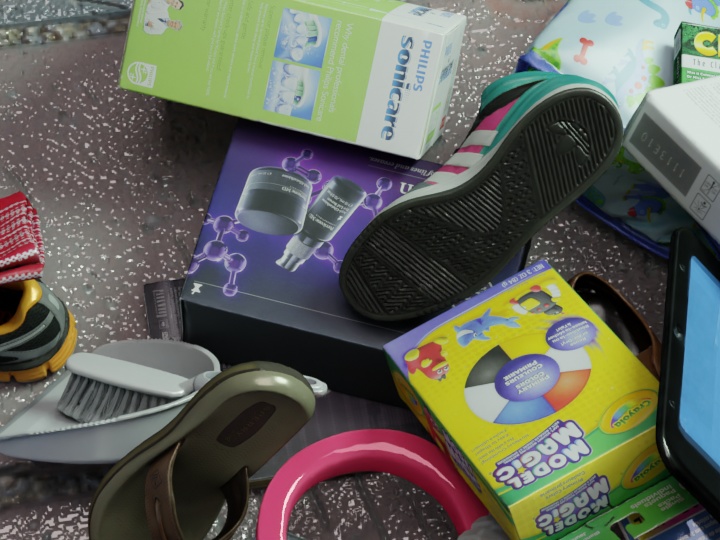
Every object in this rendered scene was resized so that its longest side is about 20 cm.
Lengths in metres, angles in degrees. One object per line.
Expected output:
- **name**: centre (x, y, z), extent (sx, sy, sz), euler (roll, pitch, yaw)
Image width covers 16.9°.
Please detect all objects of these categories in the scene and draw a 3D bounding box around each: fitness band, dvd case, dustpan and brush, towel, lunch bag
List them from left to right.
- **towel**: centre (-0.267, -0.012, 1.490), extent (0.144, 0.200, 0.023), euler (-11, 103, -7)
- **dustpan and brush**: centre (-0.112, 0.074, 1.446), extent (0.199, 0.058, 0.140), euler (10, 25, 19)
- **dvd case**: centre (-0.031, 0.062, 1.537), extent (0.199, 0.016, 0.150), euler (-8, 61, -6)
- **fitness band**: centre (0.018, 0.185, 1.384), extent (0.143, 0.038, 0.201), euler (-13, 61, -13)
- **lunch bag**: centre (0.211, -0.110, 1.584), extent (0.200, 0.127, 0.170), euler (41, 64, 2)

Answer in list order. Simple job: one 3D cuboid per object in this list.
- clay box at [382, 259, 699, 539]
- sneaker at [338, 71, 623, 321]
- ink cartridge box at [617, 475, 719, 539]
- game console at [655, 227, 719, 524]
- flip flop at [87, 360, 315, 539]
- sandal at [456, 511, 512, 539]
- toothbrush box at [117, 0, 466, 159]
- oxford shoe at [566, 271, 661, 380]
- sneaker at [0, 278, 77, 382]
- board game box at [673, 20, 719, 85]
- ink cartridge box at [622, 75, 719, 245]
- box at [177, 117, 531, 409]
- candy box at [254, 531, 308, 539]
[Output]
- **clay box**: centre (0.105, 0.081, 1.363), extent (0.114, 0.048, 0.200), euler (-28, 36, -9)
- **sneaker**: centre (0.074, -0.053, 1.466), extent (0.200, 0.121, 0.084), euler (-36, 98, 15)
- **ink cartridge box**: centre (0.221, 0.207, 1.382), extent (0.076, 0.136, 0.201), euler (-26, 76, 6)
- **game console**: centre (0.257, 0.074, 1.327), extent (0.175, 0.117, 0.201), euler (-2, 39, 12)
- **flip flop**: centre (-0.092, 0.129, 1.404), extent (0.081, 0.200, 0.058), euler (19, 42, -33)
- **sandal**: centre (0.049, 0.198, 1.325), extent (0.202, 0.082, 0.050), euler (-38, 111, -26)
- **toothbrush box**: centre (-0.040, -0.142, 1.564), extent (0.199, 0.146, 0.087), euler (12, 101, 5)
- **oxford shoe**: centre (0.178, 0.087, 1.500), extent (0.071, 0.071, 0.200), euler (-29, 69, -18)
- **sneaker**: centre (-0.280, 0.030, 1.513), extent (0.198, 0.077, 0.079), euler (-7, 64, -3)
- **board game box**: centre (0.292, -0.093, 1.504), extent (0.199, 0.023, 0.105), euler (9, 63, -5)
- **ink cartridge box**: centre (0.276, -0.041, 1.423), extent (0.173, 0.044, 0.200), euler (-14, 52, -43)
- **box**: centre (0.000, 0.000, 1.521), extent (0.199, 0.079, 0.142), euler (13, 64, 5)
- **candy box**: centre (0.005, 0.263, 1.399), extent (0.199, 0.072, 0.168), euler (19, 62, 9)
